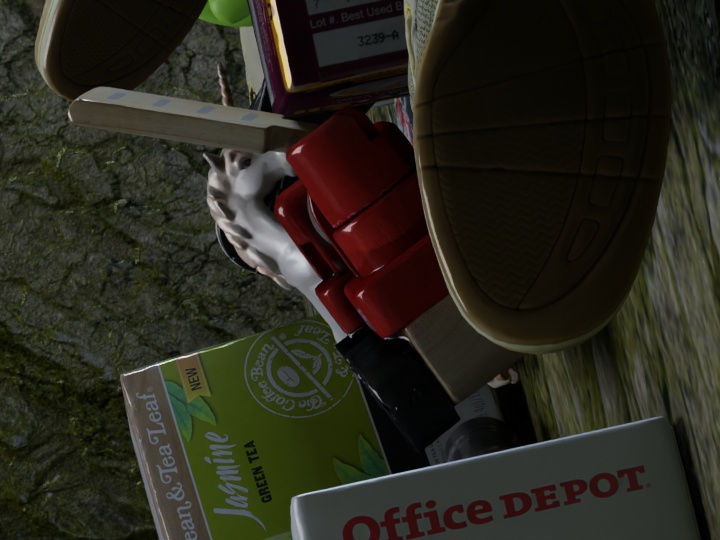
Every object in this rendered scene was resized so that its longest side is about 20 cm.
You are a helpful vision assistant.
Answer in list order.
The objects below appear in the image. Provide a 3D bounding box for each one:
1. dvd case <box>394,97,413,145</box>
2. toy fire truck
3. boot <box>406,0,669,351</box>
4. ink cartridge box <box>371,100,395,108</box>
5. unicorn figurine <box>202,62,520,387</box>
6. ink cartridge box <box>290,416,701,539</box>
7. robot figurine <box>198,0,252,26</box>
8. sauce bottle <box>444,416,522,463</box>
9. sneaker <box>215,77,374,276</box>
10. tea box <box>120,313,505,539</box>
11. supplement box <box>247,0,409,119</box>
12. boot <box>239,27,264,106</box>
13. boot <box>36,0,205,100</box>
[{"bbox_3d":[0.040,-0.068,1.438,0.146,0.022,0.201,-107,7,-55],"label":"dvd case"},{"bbox_3d":[-0.015,-0.026,1.067,0.200,0.128,0.176,54,178,-4],"label":"toy fire truck"},{"bbox_3d":[0.049,-0.049,0.771,0.155,0.072,0.201,89,177,-67],"label":"boot"},{"bbox_3d":[-0.001,-0.209,1.500,0.100,0.039,0.201,-108,6,-56],"label":"ink cartridge box"},{"bbox_3d":[0.000,0.000,1.249,0.074,0.137,0.201,-57,-41,-35],"label":"unicorn figurine"},{"bbox_3d":[0.061,0.172,0.933,0.145,0.144,0.201,98,161,-79],"label":"ink cartridge box"},{"bbox_3d":[-0.063,-0.207,1.351,0.175,0.116,0.200,42,-159,-20],"label":"robot figurine"},{"bbox_3d":[0.076,0.125,1.188,0.200,0.064,0.065,-109,8,-71],"label":"sauce bottle"},{"bbox_3d":[-0.027,-0.101,1.319,0.201,0.075,0.088,-61,15,8],"label":"sneaker"},{"bbox_3d":[-0.009,0.142,1.351,0.134,0.196,0.201,85,166,-60],"label":"tea box"},{"bbox_3d":[0.008,-0.123,1.095,0.200,0.110,0.086,177,82,-86],"label":"supplement box"},{"bbox_3d":[-0.031,-0.110,1.491,0.155,0.072,0.201,105,152,-75],"label":"boot"},{"bbox_3d":[-0.131,-0.187,1.224,0.154,0.072,0.201,22,89,50],"label":"boot"}]
